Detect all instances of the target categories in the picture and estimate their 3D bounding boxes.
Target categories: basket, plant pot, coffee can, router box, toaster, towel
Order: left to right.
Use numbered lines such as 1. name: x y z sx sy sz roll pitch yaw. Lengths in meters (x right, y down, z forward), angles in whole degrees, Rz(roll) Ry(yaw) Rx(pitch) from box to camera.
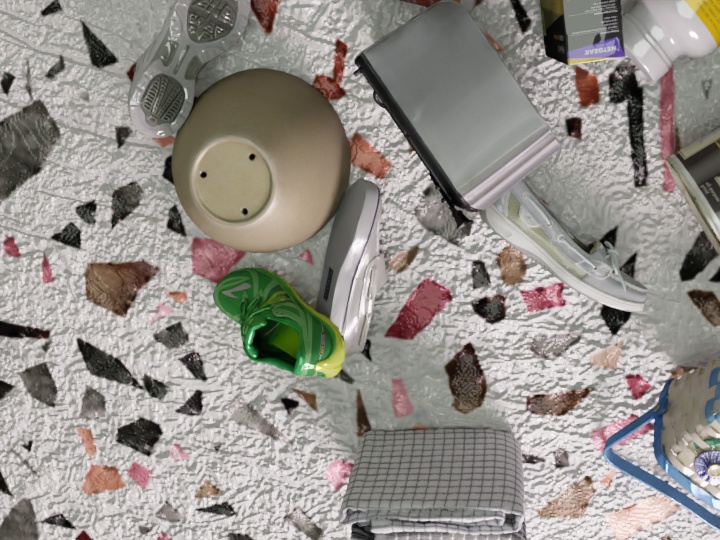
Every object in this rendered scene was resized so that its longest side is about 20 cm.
1. plant pot: -0.118 -0.105 1.001 0.197 0.135 0.203 2 106 9
2. towel: 0.084 0.255 1.052 0.197 0.166 0.087 -4 111 10
3. toaster: 0.101 -0.149 0.914 0.118 0.181 0.201 -35 85 14
4. router box: 0.196 -0.276 0.870 0.051 0.200 0.159 -7 104 7
5. basket: 0.377 0.194 1.012 0.175 0.140 0.201 28 142 1
6. coffee can: 0.419 -0.100 0.912 0.199 0.146 0.147 -32 98 16

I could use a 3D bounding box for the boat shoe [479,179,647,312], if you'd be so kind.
1. boat shoe: 0.222 -0.027 1.002 0.201 0.074 0.065 35 107 7

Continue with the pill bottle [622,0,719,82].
1. pill bottle: 0.334 -0.276 0.899 0.200 0.104 0.104 -43 95 16

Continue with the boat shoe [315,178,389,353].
1. boat shoe: 0.000 0.000 1.047 0.065 0.072 0.203 7 103 -23

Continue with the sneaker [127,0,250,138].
1. sneaker: -0.194 -0.238 1.006 0.078 0.099 0.201 37 84 -31

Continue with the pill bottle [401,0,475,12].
1. pill bottle: 0.027 -0.327 0.928 0.197 0.112 0.114 14 107 4

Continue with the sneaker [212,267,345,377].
1. sneaker: -0.101 0.053 1.037 0.199 0.083 0.075 29 112 38
